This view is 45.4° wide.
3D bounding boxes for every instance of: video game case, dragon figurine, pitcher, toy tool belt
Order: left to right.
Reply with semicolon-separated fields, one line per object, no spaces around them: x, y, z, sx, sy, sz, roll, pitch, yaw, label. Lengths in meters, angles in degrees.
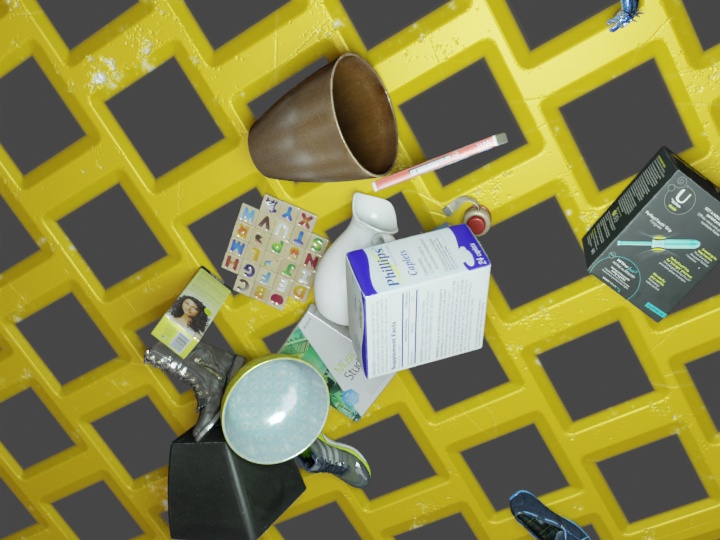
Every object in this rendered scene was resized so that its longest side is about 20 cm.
0.000;0.000;1.411;0.119;0.172;0.202;14;117;-20;pitcher
0.132;-0.018;1.404;0.199;0.123;0.125;-38;104;23;toy tool belt
0.125;-0.168;1.324;0.197;0.143;0.018;-20;94;18;video game case
0.399;-0.432;1.196;0.099;0.059;0.201;36;116;-7;dragon figurine

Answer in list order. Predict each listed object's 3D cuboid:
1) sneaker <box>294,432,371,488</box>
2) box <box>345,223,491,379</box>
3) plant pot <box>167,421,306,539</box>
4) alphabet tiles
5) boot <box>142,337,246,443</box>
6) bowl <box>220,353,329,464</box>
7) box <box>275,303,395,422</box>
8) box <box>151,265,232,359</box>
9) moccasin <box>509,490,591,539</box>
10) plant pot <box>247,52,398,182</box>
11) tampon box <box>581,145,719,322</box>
-0.069;0.363;1.642;0.198;0.081;0.074;32;117;-5;sneaker
0.084;0.047;1.306;0.197;0.106;0.186;-14;135;-12;box
-0.248;0.375;1.612;0.197;0.200;0.180;-8;103;28;plant pot
-0.152;-0.029;1.516;0.164;0.006;0.202;23;117;-1;alphabet tiles
-0.315;0.195;1.560;0.172;0.202;0.069;26;144;-6;boot
-0.163;0.230;1.538;0.197;0.108;0.204;-7;109;-21;bowl
-0.048;0.171;1.574;0.199;0.036;0.145;34;117;-4;box
-0.286;0.068;1.478;0.075;0.201;0.050;38;113;-10;box
0.358;0.503;1.634;0.199;0.068;0.081;33;116;-6;moccasin
-0.071;-0.212;1.336;0.198;0.187;0.189;-13;113;31;plant pot
0.462;-0.056;1.321;0.149;0.127;0.201;35;115;-7;tampon box
